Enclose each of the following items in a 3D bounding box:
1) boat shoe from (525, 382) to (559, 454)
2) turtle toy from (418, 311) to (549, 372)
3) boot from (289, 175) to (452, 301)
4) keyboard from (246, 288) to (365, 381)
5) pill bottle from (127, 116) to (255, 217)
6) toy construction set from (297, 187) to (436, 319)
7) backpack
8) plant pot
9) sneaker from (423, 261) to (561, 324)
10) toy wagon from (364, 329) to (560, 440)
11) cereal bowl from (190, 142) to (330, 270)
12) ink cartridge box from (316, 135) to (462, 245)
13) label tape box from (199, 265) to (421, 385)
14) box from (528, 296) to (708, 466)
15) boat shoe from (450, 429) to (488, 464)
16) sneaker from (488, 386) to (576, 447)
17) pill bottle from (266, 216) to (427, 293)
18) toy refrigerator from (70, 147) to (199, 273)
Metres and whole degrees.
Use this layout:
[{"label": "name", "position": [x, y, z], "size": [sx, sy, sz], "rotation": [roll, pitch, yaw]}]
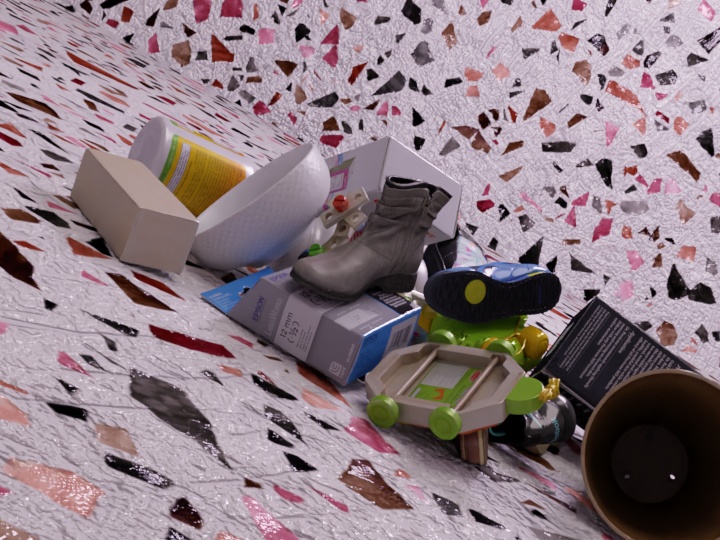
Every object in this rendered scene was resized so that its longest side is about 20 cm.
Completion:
[{"label": "boat shoe", "position": [0.228, 0.176, 1.532], "size": [0.071, 0.065, 0.200], "rotation": [30, 9, 9]}, {"label": "turtle toy", "position": [0.162, 0.100, 1.574], "size": [0.198, 0.102, 0.145], "rotation": [-11, 32, -43]}, {"label": "boot", "position": [0.012, -0.043, 1.324], "size": [0.067, 0.132, 0.199], "rotation": [33, 24, 32]}, {"label": "keyboard", "position": [-0.050, 0.060, 1.413], "size": [0.103, 0.040, 0.200], "rotation": [21, 12, -35]}, {"label": "pill bottle", "position": [-0.212, -0.122, 1.693], "size": [0.198, 0.112, 0.111], "rotation": [23, 10, -32]}, {"label": "toy construction set", "position": [0.000, 0.000, 1.490], "size": [0.201, 0.130, 0.093], "rotation": [57, 25, -33]}, {"label": "backpack", "position": [0.124, 0.037, 1.725], "size": [0.126, 0.168, 0.200], "rotation": [32, 15, -7]}, {"label": "plant pot", "position": [0.331, 0.214, 1.374], "size": [0.185, 0.188, 0.200], "rotation": [30, -6, 11]}, {"label": "sneaker", "position": [0.153, 0.023, 1.543], "size": [0.198, 0.067, 0.078], "rotation": [-2, 14, -30]}, {"label": "toy wagon", "position": [0.104, 0.119, 1.246], "size": [0.198, 0.040, 0.155], "rotation": [8, 28, 28]}, {"label": "cereal bowl", "position": [-0.114, -0.064, 1.492], "size": [0.084, 0.199, 0.200], "rotation": [54, 3, -15]}, {"label": "ink cartridge box", "position": [0.017, -0.090, 1.651], "size": [0.144, 0.086, 0.199], "rotation": [30, -26, -34]}, {"label": "label tape box", "position": [-0.053, 0.035, 1.349], "size": [0.199, 0.067, 0.143], "rotation": [31, 24, 20]}, {"label": "box", "position": [0.331, 0.151, 1.589], "size": [0.196, 0.124, 0.200], "rotation": [39, -7, 7]}, {"label": "boat shoe", "position": [0.095, 0.147, 1.322], "size": [0.067, 0.073, 0.200], "rotation": [-6, 23, -4]}, {"label": "sneaker", "position": [0.150, 0.148, 1.418], "size": [0.079, 0.076, 0.199], "rotation": [-20, 26, -39]}, {"label": "pill bottle", "position": [-0.020, -0.003, 1.616], "size": [0.198, 0.113, 0.112], "rotation": [25, 10, -25]}, {"label": "toy refrigerator", "position": [-0.258, -0.067, 1.396], "size": [0.075, 0.071, 0.200], "rotation": [13, 15, -34]}]
